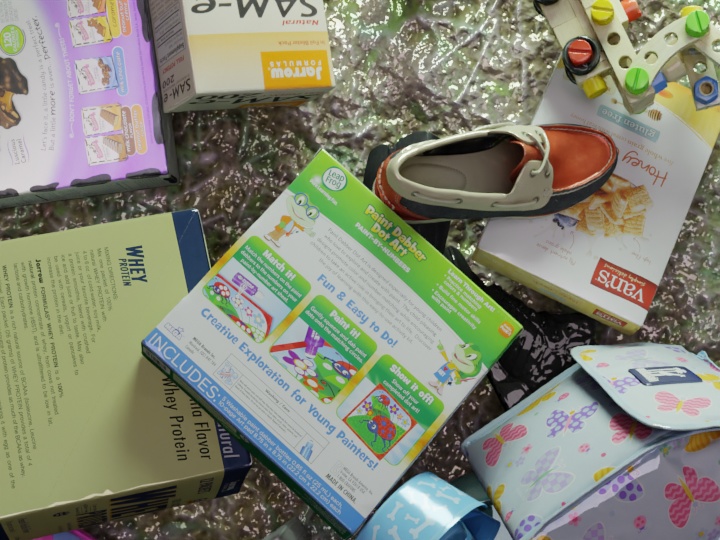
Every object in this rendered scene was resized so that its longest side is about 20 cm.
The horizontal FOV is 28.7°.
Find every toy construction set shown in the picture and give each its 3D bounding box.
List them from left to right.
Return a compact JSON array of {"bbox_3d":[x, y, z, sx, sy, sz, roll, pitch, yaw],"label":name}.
[{"bbox_3d":[0.208,-0.205,1.088,0.130,0.092,0.202,-25,63,8],"label":"toy construction set"}]

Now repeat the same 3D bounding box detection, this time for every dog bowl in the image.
[{"bbox_3d":[0.044,0.205,1.027,0.049,0.200,0.112,39,85,20],"label":"dog bowl"}]

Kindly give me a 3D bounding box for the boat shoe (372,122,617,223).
[{"bbox_3d":[0.107,-0.077,1.049,0.197,0.063,0.072,-9,75,-15],"label":"boat shoe"}]

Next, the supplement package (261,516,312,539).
[{"bbox_3d":[-0.045,0.311,1.084,0.116,0.117,0.201,-36,86,2],"label":"supplement package"}]

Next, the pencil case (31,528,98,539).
[{"bbox_3d":[-0.252,0.230,1.112,0.199,0.088,0.089,35,89,1],"label":"pencil case"}]

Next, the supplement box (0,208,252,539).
[{"bbox_3d":[-0.201,0.082,1.053,0.197,0.134,0.202,-11,75,-13],"label":"supplement box"}]

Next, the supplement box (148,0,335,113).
[{"bbox_3d":[-0.101,-0.231,1.110,0.125,0.073,0.203,-8,87,-29],"label":"supplement box"}]

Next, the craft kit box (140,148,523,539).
[{"bbox_3d":[-0.019,0.049,1.001,0.200,0.049,0.198,42,74,4],"label":"craft kit box"}]

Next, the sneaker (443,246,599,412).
[{"bbox_3d":[0.144,0.054,1.123,0.103,0.060,0.202,-28,91,0],"label":"sneaker"}]

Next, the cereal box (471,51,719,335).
[{"bbox_3d":[0.190,-0.069,1.113,0.142,0.040,0.202,24,73,1],"label":"cereal box"}]

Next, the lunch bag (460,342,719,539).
[{"bbox_3d":[0.191,0.136,1.022,0.199,0.170,0.128,-33,111,2],"label":"lunch bag"}]

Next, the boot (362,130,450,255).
[{"bbox_3d":[0.001,0.000,1.115,0.163,0.065,0.203,-6,72,39],"label":"boot"}]

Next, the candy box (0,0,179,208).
[{"bbox_3d":[-0.257,-0.143,1.135,0.197,0.072,0.170,-8,87,1],"label":"candy box"}]

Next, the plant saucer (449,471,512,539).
[{"bbox_3d":[0.124,0.259,1.127,0.197,0.027,0.203,0,88,2],"label":"plant saucer"}]
